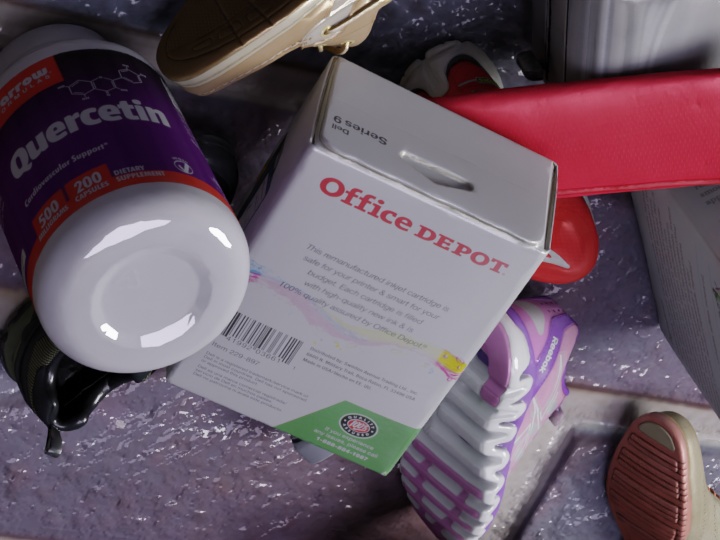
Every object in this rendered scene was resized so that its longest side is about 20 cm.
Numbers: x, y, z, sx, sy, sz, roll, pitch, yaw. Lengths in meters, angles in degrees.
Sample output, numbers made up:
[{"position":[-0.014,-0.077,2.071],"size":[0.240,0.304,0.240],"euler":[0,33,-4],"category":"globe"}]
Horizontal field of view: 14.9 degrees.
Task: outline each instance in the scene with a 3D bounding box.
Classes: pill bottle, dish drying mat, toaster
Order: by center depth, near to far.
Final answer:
[{"position":[-0.137,-0.045,1.444],"size":[0.112,0.200,0.113],"euler":[-13,130,-15],"category":"pill bottle"},{"position":[0.125,-0.072,1.534],"size":[0.200,0.018,0.077],"euler":[-5,126,7],"category":"dish drying mat"},{"position":[0.187,-0.150,1.569],"size":[0.200,0.114,0.129],"euler":[-8,133,-17],"category":"toaster"}]

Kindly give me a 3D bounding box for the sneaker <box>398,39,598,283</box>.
[{"position":[0.085,-0.045,1.623],"size":[0.077,0.085,0.200],"euler":[-35,132,7],"category":"sneaker"}]

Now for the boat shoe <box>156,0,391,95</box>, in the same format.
[{"position":[-0.016,-0.152,1.495],"size":[0.200,0.074,0.069],"euler":[-36,133,-2],"category":"boat shoe"}]

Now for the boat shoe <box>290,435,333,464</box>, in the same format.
[{"position":[0.008,0.035,1.669],"size":[0.071,0.072,0.200],"euler":[37,121,-7],"category":"boat shoe"}]

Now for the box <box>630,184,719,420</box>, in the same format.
[{"position":[0.287,-0.015,1.680],"size":[0.199,0.171,0.200],"euler":[-22,133,-6],"category":"box"}]

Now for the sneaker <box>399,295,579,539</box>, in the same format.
[{"position":[0.088,0.092,1.748],"size":[0.088,0.080,0.200],"euler":[-23,142,-38],"category":"sneaker"}]

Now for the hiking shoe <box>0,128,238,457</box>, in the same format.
[{"position":[-0.124,0.014,1.564],"size":[0.076,0.101,0.200],"euler":[20,116,-36],"category":"hiking shoe"}]

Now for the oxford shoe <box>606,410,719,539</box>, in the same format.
[{"position":[0.215,0.162,1.873],"size":[0.074,0.071,0.200],"euler":[-32,140,-27],"category":"oxford shoe"}]

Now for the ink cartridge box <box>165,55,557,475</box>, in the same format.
[{"position":[0.000,0.000,1.536],"size":[0.145,0.088,0.200],"euler":[24,131,-11],"category":"ink cartridge box"}]
